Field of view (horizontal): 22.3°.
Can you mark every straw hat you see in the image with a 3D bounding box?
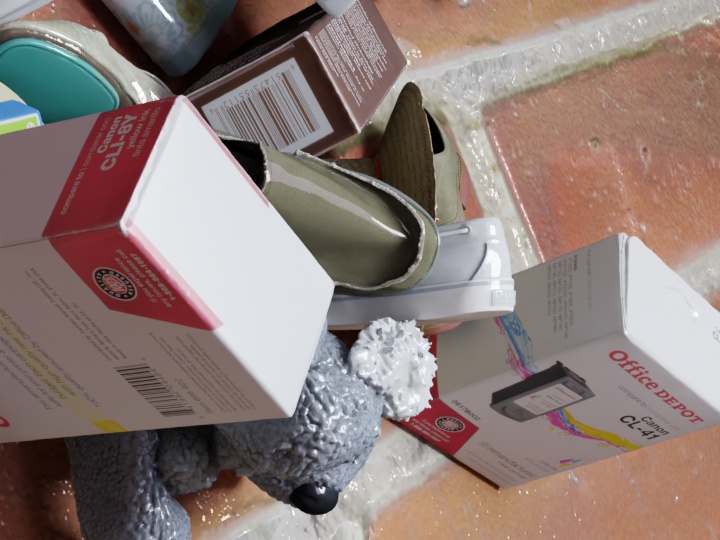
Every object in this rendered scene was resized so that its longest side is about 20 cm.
[{"bbox_3d":[-0.011,-0.030,1.219,0.085,0.201,0.202,4,64,-11],"label":"straw hat"}]

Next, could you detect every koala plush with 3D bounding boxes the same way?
[{"bbox_3d":[-0.053,0.069,1.033,0.200,0.177,0.185,21,42,-54],"label":"koala plush"}]

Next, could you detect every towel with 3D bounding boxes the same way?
[{"bbox_3d":[-0.138,-0.246,1.199,0.171,0.048,0.201,47,41,-25],"label":"towel"}]

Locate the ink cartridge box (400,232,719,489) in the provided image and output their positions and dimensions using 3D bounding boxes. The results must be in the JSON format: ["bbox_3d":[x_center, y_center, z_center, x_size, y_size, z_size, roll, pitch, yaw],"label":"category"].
[{"bbox_3d":[0.140,0.069,1.282,0.147,0.199,0.086,35,47,-38],"label":"ink cartridge box"}]

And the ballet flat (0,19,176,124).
[{"bbox_3d":[-0.156,-0.107,1.095,0.200,0.067,0.063,40,34,-50],"label":"ballet flat"}]

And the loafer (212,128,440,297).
[{"bbox_3d":[-0.051,-0.034,1.048,0.070,0.199,0.076,-94,-159,-87],"label":"loafer"}]

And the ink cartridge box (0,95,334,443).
[{"bbox_3d":[-0.137,0.006,0.881,0.145,0.199,0.084,51,44,-39],"label":"ink cartridge box"}]

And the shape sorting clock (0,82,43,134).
[{"bbox_3d":[-0.217,-0.013,0.976,0.200,0.039,0.201,11,76,-54],"label":"shape sorting clock"}]

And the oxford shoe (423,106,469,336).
[{"bbox_3d":[0.041,-0.038,1.292,0.201,0.070,0.075,-95,165,-49],"label":"oxford shoe"}]

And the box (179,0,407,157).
[{"bbox_3d":[-0.040,-0.120,1.171,0.075,0.100,0.200,61,16,-10],"label":"box"}]

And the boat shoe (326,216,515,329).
[{"bbox_3d":[0.000,0.000,1.121,0.072,0.199,0.069,6,80,-54],"label":"boat shoe"}]

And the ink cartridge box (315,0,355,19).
[{"bbox_3d":[-0.065,-0.259,1.165,0.198,0.043,0.200,45,16,-10],"label":"ink cartridge box"}]

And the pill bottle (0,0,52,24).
[{"bbox_3d":[-0.230,-0.234,1.004,0.116,0.115,0.201,-40,105,-54],"label":"pill bottle"}]
